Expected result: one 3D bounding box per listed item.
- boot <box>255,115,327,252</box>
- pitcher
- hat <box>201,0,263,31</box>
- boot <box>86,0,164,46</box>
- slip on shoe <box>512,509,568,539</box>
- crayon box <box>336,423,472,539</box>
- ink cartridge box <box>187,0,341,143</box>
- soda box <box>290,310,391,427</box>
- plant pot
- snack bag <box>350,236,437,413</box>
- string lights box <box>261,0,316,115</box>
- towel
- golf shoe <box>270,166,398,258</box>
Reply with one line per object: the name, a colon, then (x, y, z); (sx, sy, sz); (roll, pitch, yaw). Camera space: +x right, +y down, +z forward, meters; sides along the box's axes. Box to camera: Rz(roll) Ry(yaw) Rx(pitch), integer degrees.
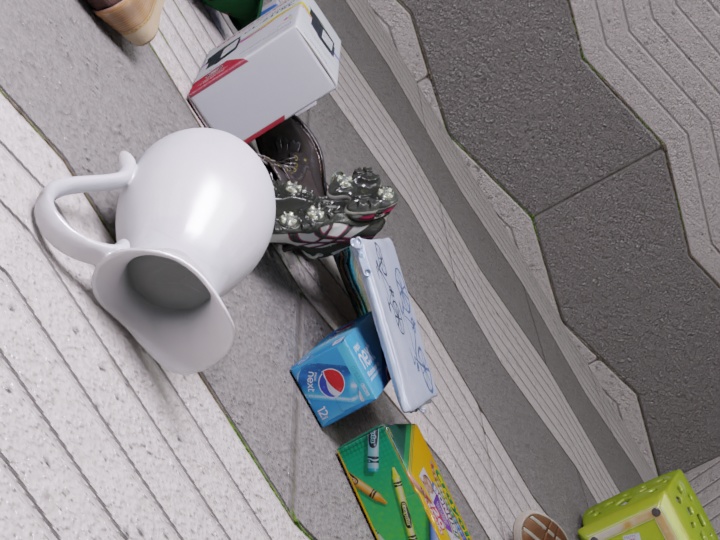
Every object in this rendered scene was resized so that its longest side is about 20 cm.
boot: (-0.087, -0.108, 1.458); (0.200, 0.069, 0.174); (66, 12, 11)
pitcher: (-0.150, -0.041, 0.989); (0.172, 0.121, 0.200); (41, 30, -19)
hat: (-0.225, -0.371, 1.606); (0.200, 0.176, 0.166); (112, -41, -55)
boot: (-0.250, -0.330, 1.280); (0.166, 0.072, 0.200); (54, 18, -39)
slip on shoe: (0.259, 0.396, 1.782); (0.200, 0.076, 0.061); (46, -21, -28)
crayon box: (0.058, 0.250, 1.279); (0.200, 0.058, 0.119); (64, 13, 13)
ink cartridge box: (-0.104, -0.228, 1.476); (0.083, 0.146, 0.200); (54, 13, -19)
soda box: (-0.009, 0.095, 1.341); (0.068, 0.064, 0.200); (61, 13, -2)
plant pot: (0.495, 0.477, 2.242); (0.199, 0.200, 0.181); (64, 18, 9)
snack bag: (0.035, 0.058, 1.357); (0.200, 0.021, 0.189); (-5, 79, -79)
string lights box: (-0.110, -0.287, 1.783); (0.103, 0.059, 0.200); (55, 14, -25)
towel: (0.000, 0.000, 1.534); (0.147, 0.022, 0.200); (-92, 167, -46)
golf shoe: (-0.054, -0.044, 1.329); (0.200, 0.088, 0.077); (-9, 45, -32)
